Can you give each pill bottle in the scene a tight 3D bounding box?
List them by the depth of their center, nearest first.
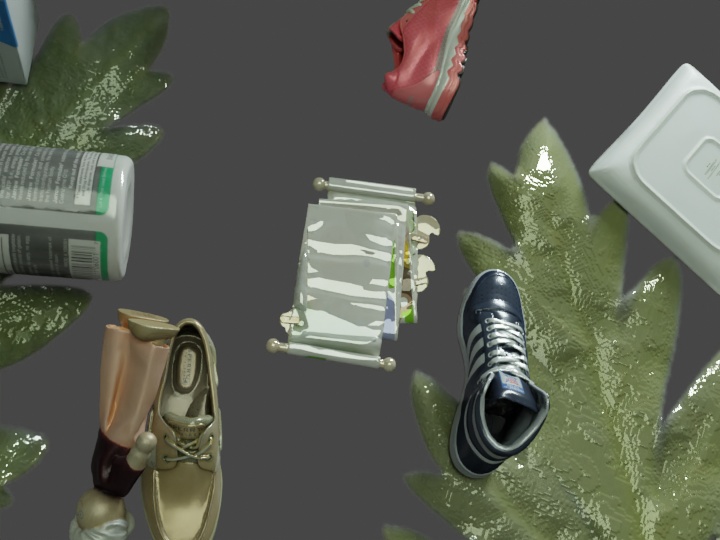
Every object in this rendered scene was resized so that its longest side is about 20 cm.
[{"bbox_3d":[-0.303,-0.054,0.854,0.197,0.113,0.115,5,70,-9],"label":"pill bottle"}]

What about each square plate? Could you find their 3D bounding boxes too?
[{"bbox_3d":[0.375,-0.105,1.048,0.198,0.028,0.200,43,69,6],"label":"square plate"}]

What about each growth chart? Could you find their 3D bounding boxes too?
[{"bbox_3d":[0.000,0.000,0.945,0.143,0.018,0.203,15,69,-6],"label":"growth chart"}]

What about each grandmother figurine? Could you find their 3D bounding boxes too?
[{"bbox_3d":[-0.201,0.137,0.810,0.060,0.121,0.203,13,92,-18],"label":"grandmother figurine"}]

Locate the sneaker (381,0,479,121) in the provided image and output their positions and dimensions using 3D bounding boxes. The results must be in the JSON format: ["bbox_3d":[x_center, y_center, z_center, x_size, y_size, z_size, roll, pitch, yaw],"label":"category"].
[{"bbox_3d":[0.074,-0.258,1.019,0.086,0.074,0.203,15,69,-4],"label":"sneaker"}]

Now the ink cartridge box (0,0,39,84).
[{"bbox_3d":[-0.406,-0.252,0.885,0.197,0.145,0.085,6,69,-9],"label":"ink cartridge box"}]

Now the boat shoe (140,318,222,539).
[{"bbox_3d":[-0.152,0.143,0.840,0.071,0.065,0.203,3,70,-10],"label":"boat shoe"}]

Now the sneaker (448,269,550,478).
[{"bbox_3d":[0.130,0.083,0.892,0.069,0.109,0.203,12,69,-7],"label":"sneaker"}]
